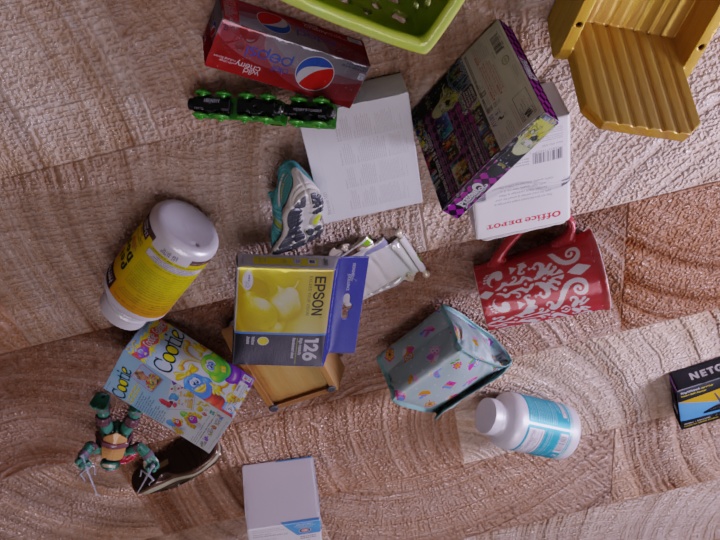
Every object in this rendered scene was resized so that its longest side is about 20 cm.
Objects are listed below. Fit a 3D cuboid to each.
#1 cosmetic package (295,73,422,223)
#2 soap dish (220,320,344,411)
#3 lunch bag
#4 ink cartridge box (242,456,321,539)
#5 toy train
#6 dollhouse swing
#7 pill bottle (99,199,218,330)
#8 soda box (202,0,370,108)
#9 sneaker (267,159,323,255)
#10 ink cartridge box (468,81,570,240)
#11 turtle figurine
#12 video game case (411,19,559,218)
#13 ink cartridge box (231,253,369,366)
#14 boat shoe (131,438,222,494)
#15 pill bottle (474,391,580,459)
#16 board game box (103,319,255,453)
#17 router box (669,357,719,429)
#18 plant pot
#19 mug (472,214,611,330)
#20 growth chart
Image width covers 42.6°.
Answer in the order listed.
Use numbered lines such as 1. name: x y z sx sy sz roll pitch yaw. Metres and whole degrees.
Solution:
1. cosmetic package: 0.001 -0.166 1.286 0.150 0.052 0.201 -13 136 -2
2. soap dish: -0.125 0.147 1.558 0.156 0.082 0.201 -18 137 6
3. lunch bag: 0.156 0.171 1.622 0.170 0.123 0.200 -38 139 22
4. ink cartridge box: -0.155 0.499 1.867 0.145 0.147 0.201 -7 137 -5
5. toy train: -0.123 -0.205 1.181 0.198 0.042 0.056 6 179 13
6. dollhouse swing: 0.363 -0.292 1.149 0.198 0.177 0.182 6 134 -17
7. pill bottle: -0.300 -0.002 1.344 0.109 0.110 0.200 23 126 -32
8. soda box: -0.092 -0.270 1.147 0.199 0.064 0.070 13 131 -24
9. sneaker: -0.097 -0.087 1.332 0.077 0.080 0.200 -21 159 -22
10. ink cartridge box: 0.221 -0.153 1.325 0.146 0.083 0.201 -12 136 1
11. turtle figurine: -0.439 0.312 1.645 0.149 0.101 0.201 -4 122 -30
12. video game case: 0.151 -0.196 1.182 0.036 0.201 0.181 24 126 -34
13. ink cartridge box: -0.094 0.064 1.407 0.198 0.047 0.199 3 127 -7
14. boat shoe: -0.338 0.370 1.758 0.201 0.075 0.075 -24 150 20
15. pill bottle: 0.322 0.299 1.797 0.199 0.111 0.111 16 130 -26
16. board game box: -0.289 0.181 1.483 0.199 0.103 0.105 33 126 -5
17. router box: 0.733 0.237 1.868 0.199 0.051 0.150 -19 135 8
18. plant pot: 0.020 -0.381 0.973 0.198 0.182 0.200 14 130 -26
19. mug: 0.286 0.001 1.498 0.198 0.179 0.133 -15 173 9
20. growth chart: 0.000 0.000 1.481 0.199 0.018 0.145 -21 135 9
